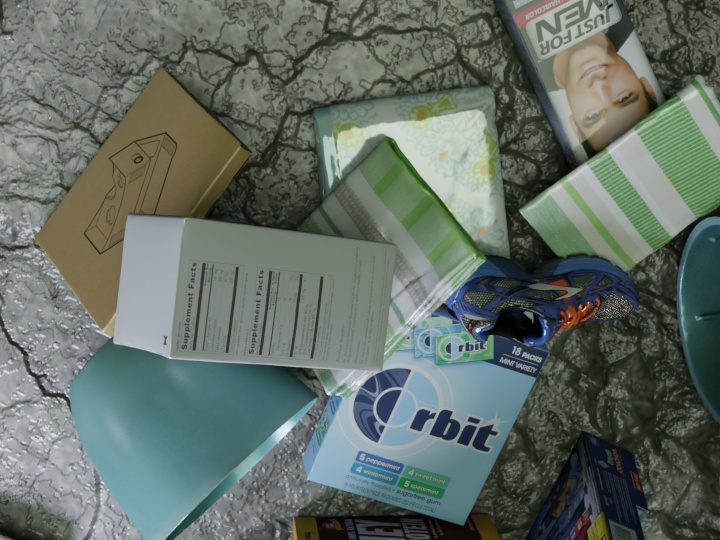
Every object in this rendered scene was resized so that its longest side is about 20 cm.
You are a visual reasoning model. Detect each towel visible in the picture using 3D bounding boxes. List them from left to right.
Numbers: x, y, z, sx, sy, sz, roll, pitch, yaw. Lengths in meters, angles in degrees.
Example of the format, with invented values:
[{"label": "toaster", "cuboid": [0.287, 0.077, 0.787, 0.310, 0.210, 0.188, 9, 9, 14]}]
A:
[{"label": "towel", "cuboid": [0.000, 0.000, 1.218, 0.200, 0.031, 0.149, -46, 73, 25]}, {"label": "towel", "cuboid": [0.049, -0.064, 1.277, 0.170, 0.048, 0.201, -8, 103, -6]}, {"label": "towel", "cuboid": [0.261, -0.075, 1.259, 0.200, 0.023, 0.153, -36, 133, 12]}]

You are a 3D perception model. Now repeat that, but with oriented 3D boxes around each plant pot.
[{"label": "plant pot", "cuboid": [-0.163, 0.124, 1.227, 0.201, 0.201, 0.161, -44, 84, 5]}, {"label": "plant pot", "cuboid": [0.426, 0.039, 1.267, 0.195, 0.200, 0.202, -7, 103, -12]}]

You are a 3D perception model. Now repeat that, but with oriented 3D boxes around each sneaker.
[{"label": "sneaker", "cuboid": [0.169, 0.037, 1.256, 0.199, 0.079, 0.076, -1, 140, -19]}]

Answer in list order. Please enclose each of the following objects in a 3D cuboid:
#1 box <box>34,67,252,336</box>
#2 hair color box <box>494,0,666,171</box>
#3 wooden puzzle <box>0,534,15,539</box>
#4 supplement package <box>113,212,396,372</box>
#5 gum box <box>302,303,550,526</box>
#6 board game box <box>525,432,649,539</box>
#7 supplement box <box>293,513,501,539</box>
[{"label": "box", "cuboid": [-0.197, -0.065, 1.206, 0.200, 0.163, 0.021, -53, 137, 7]}, {"label": "hair color box", "cuboid": [0.207, -0.189, 1.256, 0.099, 0.061, 0.201, -27, 104, 1]}, {"label": "wooden puzzle", "cuboid": [-0.409, 0.322, 1.320, 0.199, 0.046, 0.186, 21, 100, -14]}, {"label": "supplement package", "cuboid": [-0.086, 0.019, 1.121, 0.199, 0.114, 0.110, 7, 90, -35]}, {"label": "gum box", "cuboid": [0.060, 0.129, 1.294, 0.169, 0.045, 0.201, 19, 108, -16]}, {"label": "board game box", "cuboid": [0.201, 0.293, 1.311, 0.061, 0.200, 0.201, 24, 113, -9]}, {"label": "supplement box", "cuboid": [0.035, 0.351, 1.317, 0.199, 0.133, 0.199, 0, 102, -5]}]
